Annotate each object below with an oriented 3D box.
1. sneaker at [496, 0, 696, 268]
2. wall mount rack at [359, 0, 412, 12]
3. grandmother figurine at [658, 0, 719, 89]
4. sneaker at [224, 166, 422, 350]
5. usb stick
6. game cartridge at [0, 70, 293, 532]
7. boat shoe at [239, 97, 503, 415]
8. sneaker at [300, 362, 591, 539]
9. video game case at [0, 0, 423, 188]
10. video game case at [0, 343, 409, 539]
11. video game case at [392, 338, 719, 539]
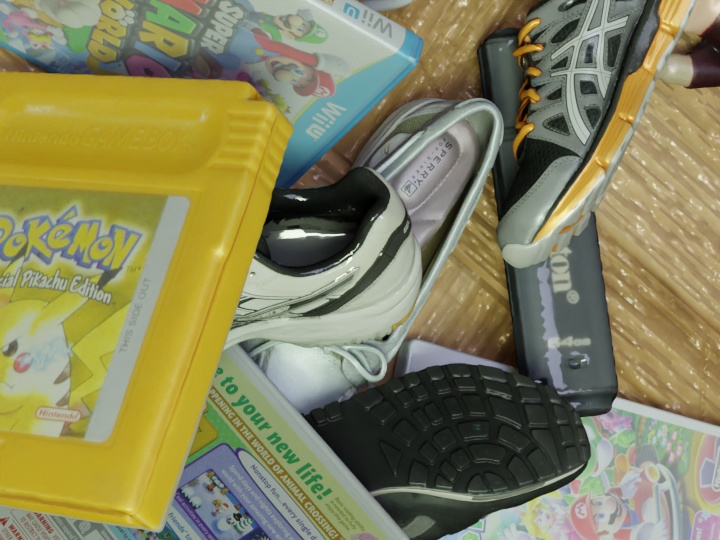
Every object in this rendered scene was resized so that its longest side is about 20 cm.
[{"bbox_3d":[0.106,-0.094,1.099,0.077,0.078,0.201,25,71,2],"label":"sneaker"},{"bbox_3d":[-0.025,-0.214,1.062,0.200,0.074,0.176,-2,88,-64],"label":"wall mount rack"},{"bbox_3d":[0.191,-0.149,1.182,0.199,0.061,0.122,34,101,-18],"label":"grandmother figurine"},{"bbox_3d":[-0.072,-0.003,1.008,0.198,0.088,0.076,-15,55,-6],"label":"sneaker"},{"bbox_3d":[0.095,-0.026,1.132,0.055,0.033,0.202,-2,80,-25],"label":"usb stick"},{"bbox_3d":[-0.132,0.006,0.973,0.032,0.175,0.202,43,57,-53],"label":"game cartridge"},{"bbox_3d":[0.002,0.000,1.084,0.074,0.065,0.203,39,77,-13],"label":"boat shoe"},{"bbox_3d":[0.010,0.106,1.065,0.198,0.088,0.076,-10,53,-9],"label":"sneaker"},{"bbox_3d":[-0.089,-0.114,1.021,0.199,0.143,0.018,28,55,-17],"label":"video game case"},{"bbox_3d":[-0.107,0.106,0.996,0.181,0.022,0.200,-32,58,-20],"label":"video game case"},{"bbox_3d":[0.097,0.129,1.136,0.198,0.018,0.145,16,80,-19],"label":"video game case"}]
